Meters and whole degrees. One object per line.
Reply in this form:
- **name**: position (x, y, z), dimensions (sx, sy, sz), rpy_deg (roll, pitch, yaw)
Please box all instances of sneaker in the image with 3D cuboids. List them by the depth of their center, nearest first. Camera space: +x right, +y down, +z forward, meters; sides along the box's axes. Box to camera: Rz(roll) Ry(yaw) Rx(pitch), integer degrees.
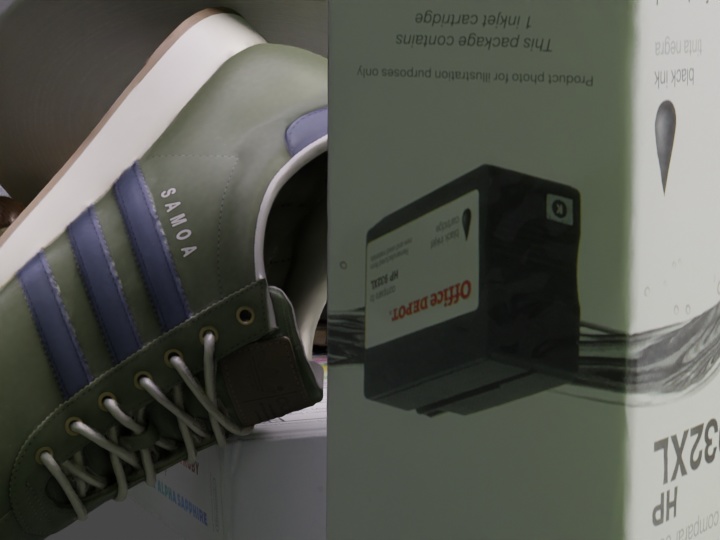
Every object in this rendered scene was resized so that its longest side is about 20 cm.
- **sneaker**: position (-0.054, 0.020, 0.691), dimensions (0.090, 0.201, 0.067), rpy_deg (25, -22, 24)

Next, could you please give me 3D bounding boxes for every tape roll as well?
- **tape roll**: position (-0.025, -0.052, 0.810), dimensions (0.202, 0.037, 0.203), rpy_deg (5, -33, 3)

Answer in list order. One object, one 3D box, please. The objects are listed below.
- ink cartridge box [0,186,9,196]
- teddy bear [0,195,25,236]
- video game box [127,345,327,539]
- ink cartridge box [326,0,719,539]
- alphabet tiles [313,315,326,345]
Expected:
- **ink cartridge box**: position (-0.215, -0.050, 1.074), dimensions (0.195, 0.201, 0.043), rpy_deg (-3, 0, -13)
- **teddy bear**: position (-0.159, 0.025, 0.830), dimensions (0.200, 0.067, 0.145), rpy_deg (-20, -1, 42)
- **video game box**: position (0.024, 0.052, 0.823), dimensions (0.199, 0.047, 0.182), rpy_deg (-3, 9, -18)
- **ink cartridge box**: position (0.059, -0.004, 0.630), dimensions (0.083, 0.201, 0.145), rpy_deg (4, 8, 27)
- **alphabet tiles**: position (0.090, 0.020, 0.875), dimensions (0.199, 0.008, 0.167), rpy_deg (5, 7, 37)
